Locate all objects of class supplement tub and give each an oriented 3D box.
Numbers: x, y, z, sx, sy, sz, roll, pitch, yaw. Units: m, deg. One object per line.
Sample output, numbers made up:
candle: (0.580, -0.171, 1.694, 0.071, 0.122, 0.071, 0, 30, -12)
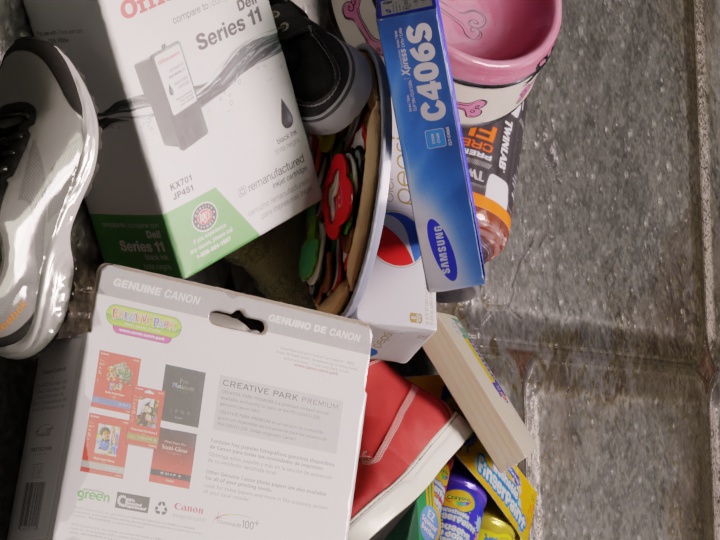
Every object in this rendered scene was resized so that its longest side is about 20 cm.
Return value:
supplement tub: (0.079, -0.077, 1.737, 0.107, 0.107, 0.201, 40, 52, -51)

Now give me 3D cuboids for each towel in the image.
towel: (-0.057, -0.074, 1.566, 0.148, 0.036, 0.201, 49, 45, -48)

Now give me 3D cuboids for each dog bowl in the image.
dog bowl: (0.077, -0.220, 1.683, 0.200, 0.074, 0.201, 13, 61, -24)

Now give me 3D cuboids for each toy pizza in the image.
toy pizza: (-0.018, -0.063, 1.467, 0.200, 0.032, 0.201, -174, -90, -76)

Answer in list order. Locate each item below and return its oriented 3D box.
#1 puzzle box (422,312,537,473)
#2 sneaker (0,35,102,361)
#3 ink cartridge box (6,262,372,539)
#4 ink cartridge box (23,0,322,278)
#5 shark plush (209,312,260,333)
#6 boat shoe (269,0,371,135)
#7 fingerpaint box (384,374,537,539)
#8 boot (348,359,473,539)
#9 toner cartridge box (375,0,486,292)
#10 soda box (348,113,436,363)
puzzle box: (0.095, 0.097, 1.672, 0.133, 0.025, 0.200, 58, 5, 6)
sneaker: (-0.211, -0.050, 1.256, 0.079, 0.074, 0.201, 24, 66, -52)
ink cartridge box: (-0.103, 0.102, 1.307, 0.199, 0.084, 0.176, 15, 77, -26)
ink cartridge box: (-0.122, -0.114, 1.378, 0.146, 0.083, 0.201, -32, 114, -40)
shark plush: (-0.117, 0.069, 1.448, 0.200, 0.091, 0.084, -12, 122, -75)
boat shoe: (-0.059, -0.162, 1.457, 0.066, 0.070, 0.200, 31, 14, -37)
fingerpaint box: (0.067, 0.209, 1.707, 0.200, 0.073, 0.167, 53, 42, -44)
boot: (-0.014, 0.128, 1.549, 0.144, 0.072, 0.200, 41, 36, 2)
toner cartridge box: (0.048, -0.095, 1.417, 0.095, 0.043, 0.201, -87, 166, -67)
soda box: (0.014, -0.037, 1.534, 0.063, 0.068, 0.201, 7, 64, -18)
